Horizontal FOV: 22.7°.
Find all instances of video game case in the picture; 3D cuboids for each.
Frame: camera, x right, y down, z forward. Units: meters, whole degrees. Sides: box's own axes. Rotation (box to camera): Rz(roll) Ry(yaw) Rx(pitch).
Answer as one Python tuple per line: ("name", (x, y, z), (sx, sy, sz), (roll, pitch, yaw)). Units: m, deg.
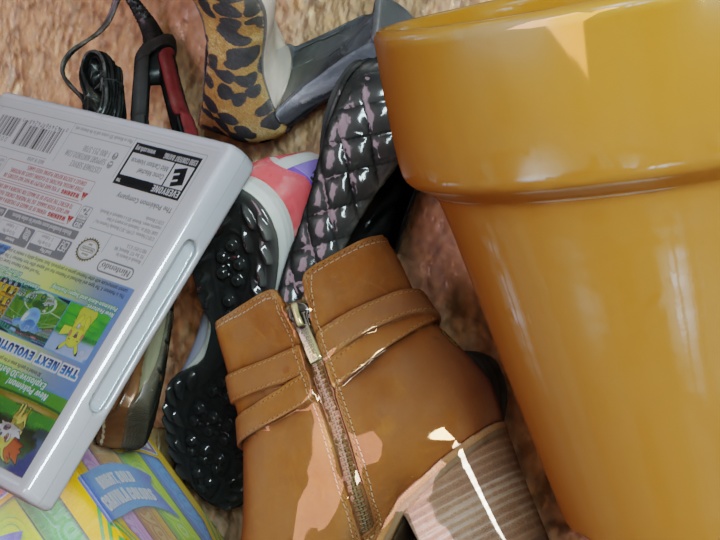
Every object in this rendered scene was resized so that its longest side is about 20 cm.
("video game case", (-0.161, 0.005, 0.860), (0.199, 0.022, 0.183), (16, 71, 45))

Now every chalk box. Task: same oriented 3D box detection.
("chalk box", (-0.164, 0.132, 0.900), (0.124, 0.124, 0.200), (-42, 75, 9))

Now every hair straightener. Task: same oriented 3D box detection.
("hair straightener", (-0.125, -0.083, 0.941), (0.041, 0.076, 0.201), (96, 164, -47))

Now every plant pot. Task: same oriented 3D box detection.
("plant pot", (0.118, -0.010, 0.619), (0.199, 0.199, 0.185), (0, 104, 49))

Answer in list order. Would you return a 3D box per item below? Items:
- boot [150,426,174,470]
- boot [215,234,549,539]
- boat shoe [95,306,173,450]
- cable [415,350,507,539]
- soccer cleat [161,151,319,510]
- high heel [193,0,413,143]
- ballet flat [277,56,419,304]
("boot", (-0.163, 0.194, 1.012), (0.174, 0.066, 0.202), (-9, 82, 36))
("boot", (-0.034, 0.091, 0.776), (0.199, 0.077, 0.156), (-31, 77, 14))
("boat shoe", (-0.136, 0.007, 0.931), (0.201, 0.073, 0.076), (-97, 16, -45))
("cable", (0.022, 0.134, 0.826), (0.097, 0.050, 0.202), (9, 85, 46))
("soccer cleat", (-0.051, 0.033, 0.897), (0.068, 0.073, 0.201), (27, 127, 25))
("high heel", (-0.087, -0.131, 0.845), (0.142, 0.200, 0.072), (-23, 43, 42))
("ballet flat", (0.000, 0.000, 0.831), (0.056, 0.066, 0.202), (19, 106, 30))
